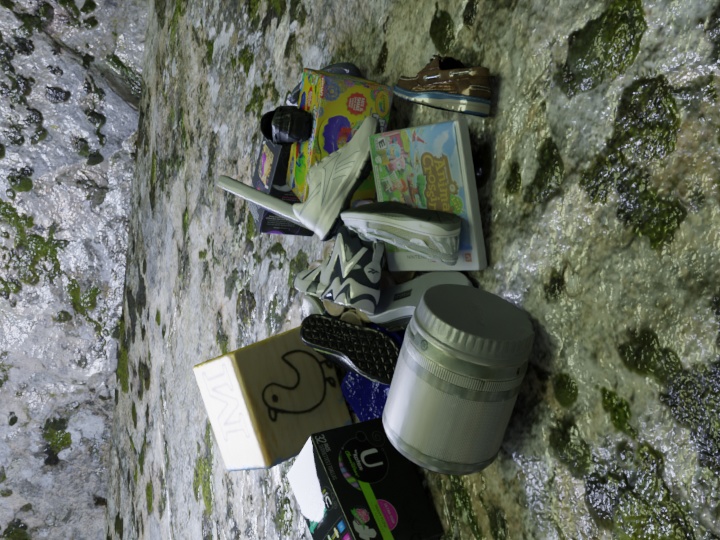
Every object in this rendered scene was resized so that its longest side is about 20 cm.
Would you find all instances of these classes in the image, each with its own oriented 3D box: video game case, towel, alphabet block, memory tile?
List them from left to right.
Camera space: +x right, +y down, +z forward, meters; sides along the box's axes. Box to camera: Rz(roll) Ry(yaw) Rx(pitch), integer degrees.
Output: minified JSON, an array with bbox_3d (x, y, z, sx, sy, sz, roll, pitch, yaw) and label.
[{"bbox_3d":[-0.158,0.224,1.566,0.195,0.193,0.204,-22,88,54],"label":"alphabet block"},{"bbox_3d":[-0.123,-0.100,1.507,0.198,0.181,0.022,24,90,32],"label":"video game case"},{"bbox_3d":[0.000,0.000,1.382,0.154,0.017,0.201,54,127,18],"label":"memory tile"},{"bbox_3d":[0.028,0.158,1.416,0.148,0.049,0.203,57,137,50],"label":"towel"},{"bbox_3d":[0.091,-0.100,1.238,0.180,0.022,0.205,0,102,48],"label":"video game case"}]

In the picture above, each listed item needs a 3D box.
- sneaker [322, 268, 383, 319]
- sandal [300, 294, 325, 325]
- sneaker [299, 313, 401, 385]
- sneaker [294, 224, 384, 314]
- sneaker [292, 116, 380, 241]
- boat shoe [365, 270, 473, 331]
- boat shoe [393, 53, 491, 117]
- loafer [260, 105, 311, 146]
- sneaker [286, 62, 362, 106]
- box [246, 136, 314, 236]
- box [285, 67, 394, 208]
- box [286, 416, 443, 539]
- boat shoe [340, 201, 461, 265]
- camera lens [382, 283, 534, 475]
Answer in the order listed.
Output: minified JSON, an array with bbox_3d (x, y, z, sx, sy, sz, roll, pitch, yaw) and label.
[{"bbox_3d":[-0.007,0.041,1.474,0.202,0.074,0.087,-62,1,27],"label":"sneaker"},{"bbox_3d":[-0.090,0.143,1.643,0.080,0.056,0.206,156,112,-63],"label":"sandal"},{"bbox_3d":[-0.005,0.124,1.372,0.198,0.083,0.072,25,74,29],"label":"sneaker"},{"bbox_3d":[-0.025,-0.014,1.347,0.198,0.078,0.132,11,81,64],"label":"sneaker"},{"bbox_3d":[-0.035,-0.148,1.335,0.202,0.086,0.074,-60,-10,2],"label":"sneaker"},{"bbox_3d":[0.092,0.049,1.278,0.198,0.056,0.070,-13,46,45],"label":"boat shoe"},{"bbox_3d":[0.121,-0.266,1.250,0.199,0.071,0.074,26,107,51],"label":"boat shoe"},{"bbox_3d":[-0.132,-0.242,1.447,0.200,0.069,0.070,-151,68,-73],"label":"loafer"},{"bbox_3d":[-0.059,-0.351,1.617,0.198,0.070,0.083,-11,41,49],"label":"sneaker"},{"bbox_3d":[-0.132,-0.180,1.680,0.107,0.120,0.203,60,139,47],"label":"box"},{"bbox_3d":[-0.038,-0.218,1.456,0.193,0.119,0.204,-132,51,-69],"label":"box"},{"bbox_3d":[0.003,0.348,1.317,0.202,0.146,0.125,61,141,29],"label":"box"},{"bbox_3d":[0.053,-0.054,1.227,0.199,0.074,0.066,12,112,37],"label":"boat shoe"},{"bbox_3d":[0.120,0.140,1.110,0.160,0.157,0.204,49,131,53],"label":"camera lens"}]
